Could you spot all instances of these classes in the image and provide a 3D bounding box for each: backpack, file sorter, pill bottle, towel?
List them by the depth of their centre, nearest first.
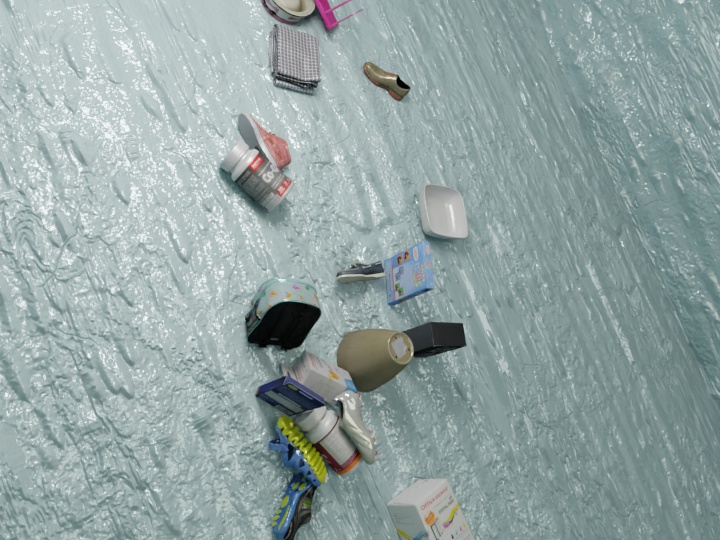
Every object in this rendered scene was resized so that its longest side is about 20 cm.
[{"bbox_3d":[-0.203,0.105,1.608,0.174,0.200,0.155,15,49,-29],"label":"backpack"},{"bbox_3d":[-0.082,0.453,1.625,0.200,0.109,0.110,49,52,-11],"label":"pill bottle"},{"bbox_3d":[-0.301,-0.276,1.731,0.200,0.113,0.115,41,54,-17],"label":"pill bottle"},{"bbox_3d":[-0.215,-0.700,1.972,0.164,0.085,0.203,6,70,-34],"label":"towel"},{"bbox_3d":[-0.091,-0.969,2.076,0.202,0.124,0.139,63,21,-20],"label":"file sorter"}]

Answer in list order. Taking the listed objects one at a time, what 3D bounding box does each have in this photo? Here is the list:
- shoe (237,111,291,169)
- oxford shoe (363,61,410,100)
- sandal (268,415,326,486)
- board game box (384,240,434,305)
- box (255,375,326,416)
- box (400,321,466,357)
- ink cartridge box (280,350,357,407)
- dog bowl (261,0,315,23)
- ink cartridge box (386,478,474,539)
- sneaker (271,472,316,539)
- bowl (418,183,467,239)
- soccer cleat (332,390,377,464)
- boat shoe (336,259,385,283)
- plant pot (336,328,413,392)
[{"bbox_3d":[-0.290,-0.397,1.818,0.091,0.071,0.202,-37,102,-40],"label":"shoe"},{"bbox_3d":[0.101,-0.719,2.217,0.199,0.075,0.071,28,59,-25],"label":"oxford shoe"},{"bbox_3d":[-0.167,0.480,1.553,0.200,0.087,0.079,49,7,15],"label":"sandal"},{"bbox_3d":[0.152,0.012,1.902,0.036,0.199,0.153,8,69,-33],"label":"board game box"},{"bbox_3d":[-0.178,0.324,1.544,0.121,0.199,0.033,36,55,-20],"label":"box"},{"bbox_3d":[0.210,0.219,1.867,0.140,0.199,0.080,3,72,-36],"label":"box"},{"bbox_3d":[-0.116,0.294,1.648,0.199,0.115,0.068,30,99,-24],"label":"ink cartridge box"},{"bbox_3d":[-0.255,-0.937,2.039,0.198,0.074,0.203,13,66,-33],"label":"dog bowl"},{"bbox_3d":[0.200,0.724,1.708,0.146,0.144,0.202,-22,86,-38],"label":"ink cartridge box"},{"bbox_3d":[-0.158,0.605,1.550,0.083,0.070,0.200,60,44,-31],"label":"sneaker"},{"bbox_3d":[0.291,-0.204,2.166,0.198,0.074,0.202,5,70,-34],"label":"bowl"},{"bbox_3d":[-0.017,0.421,1.586,0.077,0.069,0.202,-13,77,-27],"label":"soccer cleat"},{"bbox_3d":[0.000,0.000,1.876,0.198,0.075,0.063,-6,78,-39],"label":"boat shoe"},{"bbox_3d":[0.059,0.247,1.747,0.185,0.199,0.190,13,66,-31],"label":"plant pot"}]
